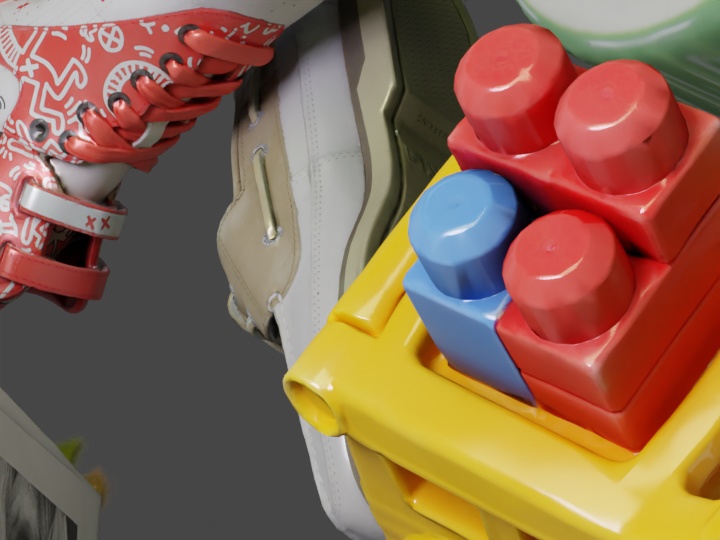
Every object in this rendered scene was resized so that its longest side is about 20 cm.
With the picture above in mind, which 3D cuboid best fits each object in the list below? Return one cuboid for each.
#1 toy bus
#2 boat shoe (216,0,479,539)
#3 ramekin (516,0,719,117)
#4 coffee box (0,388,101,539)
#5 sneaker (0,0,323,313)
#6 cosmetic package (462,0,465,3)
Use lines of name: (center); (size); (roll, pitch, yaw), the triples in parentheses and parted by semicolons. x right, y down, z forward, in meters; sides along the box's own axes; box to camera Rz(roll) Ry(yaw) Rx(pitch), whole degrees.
toy bus: (0.086, 0.035, 0.598); (0.200, 0.192, 0.136); (26, 67, 35)
boat shoe: (0.000, 0.000, 0.790); (0.068, 0.075, 0.201); (-28, 42, 30)
ramekin: (0.120, -0.130, 0.738); (0.200, 0.097, 0.201); (-30, 53, 49)
coffee box: (-0.207, 0.109, 0.719); (0.199, 0.200, 0.198); (-16, 47, 19)
sneaker: (-0.068, -0.046, 0.807); (0.201, 0.067, 0.109); (-11, 76, 35)
cosmetic package: (-0.022, -0.216, 0.837); (0.200, 0.199, 0.123); (-59, 36, 12)
